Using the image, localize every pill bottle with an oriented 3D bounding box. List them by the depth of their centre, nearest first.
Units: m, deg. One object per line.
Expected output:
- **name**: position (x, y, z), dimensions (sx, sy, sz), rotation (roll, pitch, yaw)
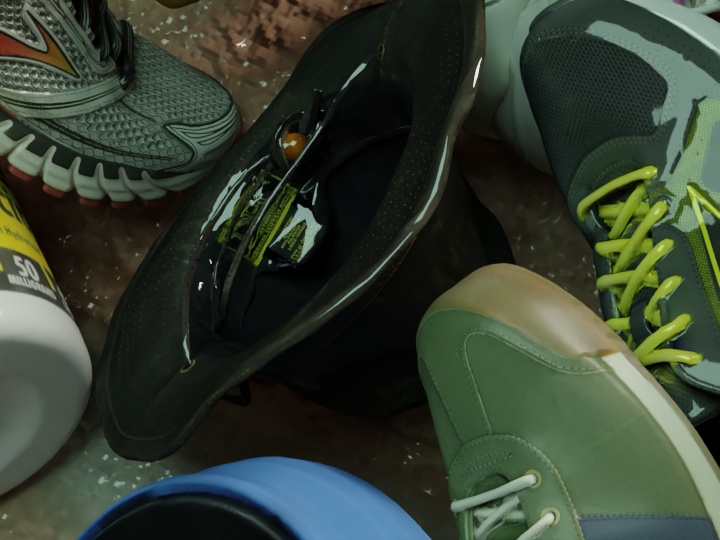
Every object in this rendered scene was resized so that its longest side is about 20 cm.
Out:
- **pill bottle**: position (-0.177, -0.019, 0.827), dimensions (0.111, 0.111, 0.200), rotation (-31, 59, 2)

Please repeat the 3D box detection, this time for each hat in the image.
- **hat**: position (0.000, 0.000, 0.756), dimensions (0.201, 0.081, 0.201), rotation (-45, 20, 21)

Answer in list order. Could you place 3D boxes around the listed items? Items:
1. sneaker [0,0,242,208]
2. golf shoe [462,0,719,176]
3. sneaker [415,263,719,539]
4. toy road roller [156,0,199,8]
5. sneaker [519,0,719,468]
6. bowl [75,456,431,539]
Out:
- **sneaker**: position (-0.114, -0.087, 0.795), dimensions (0.082, 0.200, 0.078), rotation (-46, 40, 21)
- **golf shoe**: position (0.087, -0.103, 0.747), dimensions (0.092, 0.200, 0.075), rotation (41, 54, 22)
- **sneaker**: position (0.063, 0.100, 0.648), dimensions (0.090, 0.067, 0.200), rotation (-33, 91, -40)
- **toy road roller**: position (-0.029, -0.175, 0.822), dimensions (0.146, 0.123, 0.200), rotation (-22, 49, -7)
- **sneaker**: position (0.101, 0.008, 0.691), dimensions (0.085, 0.074, 0.200), rotation (-25, 78, -41)
- **bowl**: position (-0.039, 0.151, 0.674), dimensions (0.201, 0.039, 0.201), rotation (-12, 73, 47)
